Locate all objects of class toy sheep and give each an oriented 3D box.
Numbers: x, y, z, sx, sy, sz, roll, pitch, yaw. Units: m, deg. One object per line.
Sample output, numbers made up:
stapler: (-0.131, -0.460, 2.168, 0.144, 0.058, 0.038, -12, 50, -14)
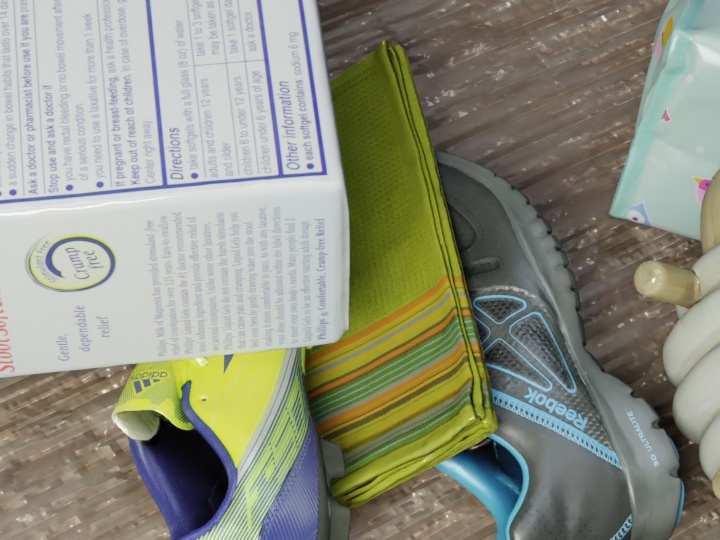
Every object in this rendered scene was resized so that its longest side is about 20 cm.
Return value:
toy sheep: (0.186, 0.045, 1.049, 0.137, 0.138, 0.201, -7, 69, -22)

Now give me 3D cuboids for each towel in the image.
towel: (0.000, 0.000, 1.064, 0.018, 0.086, 0.201, 35, 33, -45)

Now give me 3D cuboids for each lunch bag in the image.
lunch bag: (0.217, -0.087, 1.173, 0.170, 0.122, 0.200, 20, 35, 5)

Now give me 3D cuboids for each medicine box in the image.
medicine box: (-0.112, -0.063, 1.000, 0.199, 0.103, 0.183, -6, 53, -4)

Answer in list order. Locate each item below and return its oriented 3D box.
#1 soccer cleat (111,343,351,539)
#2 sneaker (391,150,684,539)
soccer cleat: (-0.060, 0.036, 1.017, 0.083, 0.065, 0.201, 6, 52, -26)
sneaker: (0.051, 0.033, 1.052, 0.082, 0.073, 0.200, -18, 57, -24)
